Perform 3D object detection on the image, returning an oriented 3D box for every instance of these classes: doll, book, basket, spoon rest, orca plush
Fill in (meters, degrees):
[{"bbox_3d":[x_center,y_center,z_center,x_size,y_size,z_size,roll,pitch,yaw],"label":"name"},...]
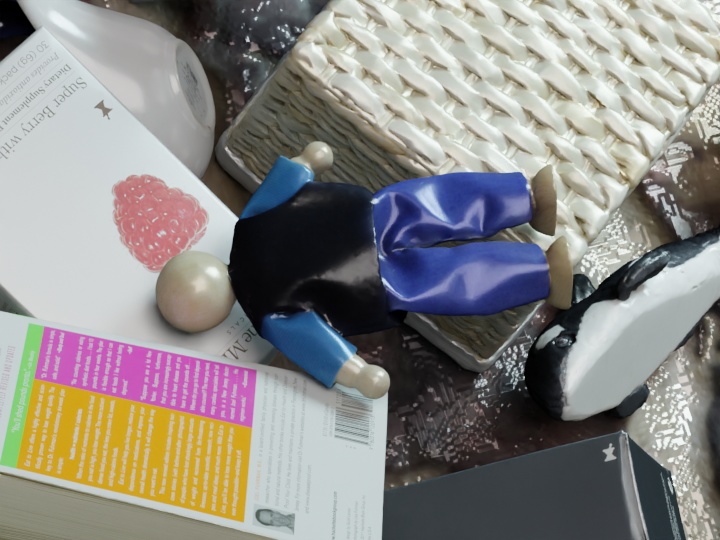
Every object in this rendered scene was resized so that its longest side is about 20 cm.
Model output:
[{"bbox_3d":[0.000,0.000,1.380,0.199,0.049,0.137,-7,66,-5],"label":"doll"},{"bbox_3d":[-0.088,0.083,1.317,0.199,0.048,0.134,12,35,-5],"label":"book"},{"bbox_3d":[0.062,-0.093,1.526,0.200,0.161,0.198,39,66,1],"label":"basket"},{"bbox_3d":[-0.131,-0.123,1.483,0.060,0.200,0.100,-17,36,14],"label":"spoon rest"},{"bbox_3d":[0.145,0.006,1.566,0.071,0.105,0.200,29,64,29],"label":"orca plush"}]

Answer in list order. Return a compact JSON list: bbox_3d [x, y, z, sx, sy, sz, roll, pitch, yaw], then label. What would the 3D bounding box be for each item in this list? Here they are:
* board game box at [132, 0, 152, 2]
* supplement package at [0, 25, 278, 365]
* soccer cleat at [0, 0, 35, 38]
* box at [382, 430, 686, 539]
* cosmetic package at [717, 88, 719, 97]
[{"bbox_3d":[-0.038,-0.212,1.513,0.148,0.200,0.064,-49,119,-25],"label":"board game box"},{"bbox_3d":[-0.141,0.001,1.451,0.200,0.120,0.121,44,64,1],"label":"supplement package"},{"bbox_3d":[-0.254,-0.119,1.490,0.200,0.065,0.084,-26,83,-24],"label":"soccer cleat"},{"bbox_3d":[0.054,0.147,1.403,0.199,0.141,0.079,-15,73,12],"label":"box"},{"bbox_3d":[0.298,-0.038,1.607,0.103,0.087,0.201,-15,76,-36],"label":"cosmetic package"}]
